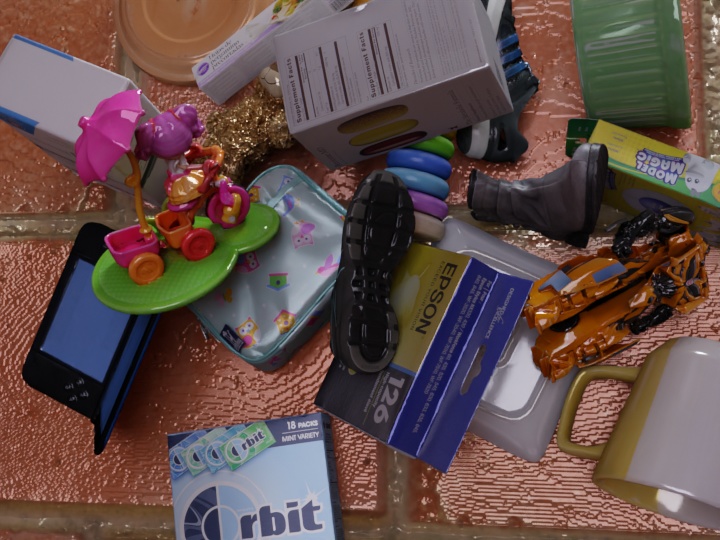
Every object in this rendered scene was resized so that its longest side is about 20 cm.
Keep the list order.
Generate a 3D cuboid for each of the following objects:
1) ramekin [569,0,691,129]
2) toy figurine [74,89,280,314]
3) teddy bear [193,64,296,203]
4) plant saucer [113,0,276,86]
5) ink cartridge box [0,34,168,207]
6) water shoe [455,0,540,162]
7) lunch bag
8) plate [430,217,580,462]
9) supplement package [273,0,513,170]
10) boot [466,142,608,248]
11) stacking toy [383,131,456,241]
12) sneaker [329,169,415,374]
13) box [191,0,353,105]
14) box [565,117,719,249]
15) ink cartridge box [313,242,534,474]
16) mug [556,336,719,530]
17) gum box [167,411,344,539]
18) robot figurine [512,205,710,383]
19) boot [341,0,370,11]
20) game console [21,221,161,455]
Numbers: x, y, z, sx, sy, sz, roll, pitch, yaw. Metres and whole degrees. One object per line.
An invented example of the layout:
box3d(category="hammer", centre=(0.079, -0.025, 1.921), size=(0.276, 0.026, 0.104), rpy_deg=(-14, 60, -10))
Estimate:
box3d(category="ramekin", centre=(0.266, -0.233, 1.014), size=(0.097, 0.200, 0.201), rpy_deg=(-6, 78, 17))
box3d(category="toy figurine", centre=(-0.185, -0.086, 0.971), size=(0.200, 0.184, 0.150), rpy_deg=(-25, 39, -16))
box3d(category="teddy bear", centre=(-0.124, -0.153, 1.114), size=(0.200, 0.145, 0.067), rpy_deg=(-40, 117, 6))
box3d(category="plant saucer", centre=(-0.195, -0.315, 1.200), size=(0.200, 0.032, 0.201), rpy_deg=(-2, 78, 11))
box3d(category="ink cartridge box", centre=(-0.284, -0.153, 1.098), size=(0.144, 0.200, 0.084), rpy_deg=(23, 81, 14))
box3d(category="water shoe", centre=(0.152, -0.211, 1.105), size=(0.079, 0.071, 0.201), rpy_deg=(11, 81, -13))
box3d(category="lunch bag", centre=(-0.096, -0.003, 1.094), size=(0.160, 0.077, 0.200), rpy_deg=(43, 89, 15))
box3d(category="plate", centre=(0.133, 0.066, 1.060), size=(0.200, 0.032, 0.200), rpy_deg=(25, 85, 15))
box3d(category="supplement package", centre=(0.032, -0.191, 1.005), size=(0.199, 0.114, 0.110), rpy_deg=(-17, 71, 16))
box3d(category="boot", centre=(0.165, -0.074, 0.996), size=(0.131, 0.200, 0.070), rpy_deg=(13, 73, 9))
box3d(category="stacking toy", centre=(0.066, -0.135, 1.080), size=(0.085, 0.085, 0.201), rpy_deg=(11, 84, 13))
box3d(category="sneaker", centre=(0.000, 0.000, 1.012), size=(0.075, 0.079, 0.201), rpy_deg=(12, 83, -23))
box3d(category="box", centre=(-0.096, -0.261, 1.132), size=(0.200, 0.041, 0.039), rpy_deg=(-35, 52, 15))
box3d(category="box", centre=(0.292, -0.086, 1.016), size=(0.200, 0.117, 0.048), rpy_deg=(25, 81, 15))
box3d(category="ink cartridge box", centre=(0.053, 0.074, 1.008), size=(0.200, 0.047, 0.198), rpy_deg=(14, 77, 59))
box3d(category="mug", centre=(0.292, 0.141, 0.961), size=(0.186, 0.149, 0.154), rpy_deg=(19, 75, 5))
box3d(category="gum box", centre=(-0.105, 0.258, 1.060), size=(0.169, 0.045, 0.201), rpy_deg=(-9, 76, 9))
box3d(category="robot figurine", centre=(0.251, 0.024, 0.986), size=(0.200, 0.145, 0.058), rpy_deg=(-26, 39, -3))
box3d(category="boot", centre=(0.042, -0.249, 1.119), size=(0.144, 0.071, 0.202), rpy_deg=(-22, 70, 10))
box3d(category="game console", centre=(-0.280, 0.064, 1.081), size=(0.170, 0.118, 0.200), rpy_deg=(25, 93, 14))
